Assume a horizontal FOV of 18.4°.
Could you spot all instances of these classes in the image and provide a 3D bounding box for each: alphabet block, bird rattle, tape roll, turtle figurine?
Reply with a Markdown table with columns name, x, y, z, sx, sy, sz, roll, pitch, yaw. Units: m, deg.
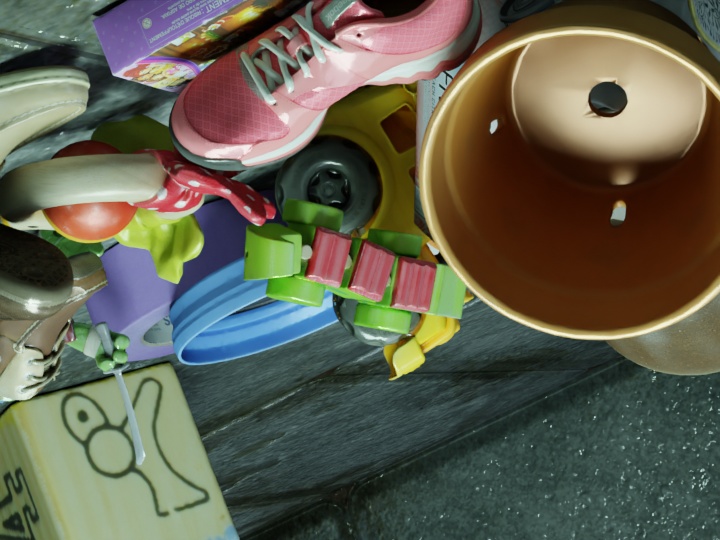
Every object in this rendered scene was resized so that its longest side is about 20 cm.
| name | x | y | z | sx | sy | sz | roll | pitch | yaw |
| --- | --- | --- | --- | --- | --- | --- | --- | --- | --- |
| alphabet block | -0.268 | 0.232 | 2.229 | 0.195 | 0.201 | 0.196 | -12 | 164 | -37 |
| bird rattle | -0.142 | -0.044 | 1.374 | 0.162 | 0.113 | 0.200 | -5 | -178 | -17 |
| tape roll | -0.127 | 0.005 | 1.820 | 0.199 | 0.066 | 0.200 | -22 | 169 | -5 |
| turtle figurine | -0.229 | 0.071 | 1.646 | 0.143 | 0.201 | 0.194 | -7 | 145 | -19 |

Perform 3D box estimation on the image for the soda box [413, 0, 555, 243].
| name | x | y | z | sx | sy | sz | roll | pitch | yaw |
| --- | --- | --- | --- | --- | --- | --- | --- | --- | --- |
| soda box | 0.080 | -0.106 | 1.448 | 0.068 | 0.064 | 0.201 | -17 | 128 | -24 |

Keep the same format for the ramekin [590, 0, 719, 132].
| name | x | y | z | sx | sy | sz | roll | pitch | yaw |
| --- | --- | --- | --- | --- | --- | --- | --- | --- | --- |
| ramekin | 0.234 | -0.159 | 1.475 | 0.199 | 0.098 | 0.201 | 9 | -164 | -3 |

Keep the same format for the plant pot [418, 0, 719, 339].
| name | x | y | z | sx | sy | sz | roll | pitch | yaw |
| --- | --- | --- | --- | --- | --- | --- | --- | --- | --- |
| plant pot | 0.143 | -0.080 | 1.331 | 0.200 | 0.200 | 0.140 | -28 | -160 | 24 |

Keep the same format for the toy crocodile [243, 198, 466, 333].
| name | x | y | z | sx | sy | sz | roll | pitch | yaw |
| --- | --- | --- | --- | --- | --- | --- | --- | --- | --- |
| toy crocodile | 0.000 | 0.000 | 1.450 | 0.199 | 0.068 | 0.062 | 17 | 175 | -41 |

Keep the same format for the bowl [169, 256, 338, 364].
| name | x | y | z | sx | sy | sz | roll | pitch | yaw |
| --- | --- | --- | --- | --- | --- | --- | --- | --- | --- |
| bowl | -0.057 | 0.016 | 1.745 | 0.200 | 0.040 | 0.201 | -21 | 168 | -5 |

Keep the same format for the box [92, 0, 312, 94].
| name | x | y | z | sx | sy | sz | roll | pitch | yaw |
| --- | --- | --- | --- | --- | --- | --- | --- | --- | --- |
| box | -0.054 | -0.150 | 1.335 | 0.136 | 0.039 | 0.200 | -27 | 167 | 19 |

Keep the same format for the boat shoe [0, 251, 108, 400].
| name | x | y | z | sx | sy | sz | roll | pitch | yaw |
| --- | --- | --- | --- | --- | --- | --- | --- | --- | --- |
| boat shoe | -0.229 | 0.049 | 1.499 | 0.200 | 0.072 | 0.076 | -32 | 177 | 43 |

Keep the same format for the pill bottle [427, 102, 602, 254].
| name | x | y | z | sx | sy | sz | roll | pitch | yaw |
| --- | --- | --- | --- | --- | --- | --- | --- | --- | --- |
| pill bottle | 0.115 | -0.098 | 1.688 | 0.200 | 0.113 | 0.113 | -30 | 166 | 34 |

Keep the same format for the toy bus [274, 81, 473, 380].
| name | x | y | z | sx | sy | sz | roll | pitch | yaw |
| --- | --- | --- | --- | --- | --- | --- | --- | --- | --- |
| toy bus | 0.045 | -0.048 | 1.581 | 0.191 | 0.201 | 0.136 | -27 | -177 | -4 |

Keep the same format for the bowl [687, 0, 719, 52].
| name | x | y | z | sx | sy | sz | roll | pitch | yaw |
| --- | --- | --- | --- | --- | --- | --- | --- | --- | --- |
| bowl | 0.252 | -0.235 | 1.323 | 0.200 | 0.094 | 0.201 | -22 | 141 | -20 |

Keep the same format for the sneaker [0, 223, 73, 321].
| name | x | y | z | sx | sy | sz | roll | pitch | yaw |
| --- | --- | --- | --- | --- | --- | --- | --- | --- | --- |
| sneaker | -0.240 | 0.010 | 1.366 | 0.070 | 0.076 | 0.200 | -2 | -163 | -38 |

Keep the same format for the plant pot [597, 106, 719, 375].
| name | x | y | z | sx | sy | sz | roll | pitch | yaw |
| --- | --- | --- | --- | --- | --- | --- | --- | --- | --- |
| plant pot | 0.204 | -0.039 | 1.526 | 0.186 | 0.188 | 0.200 | -26 | 158 | 16 |

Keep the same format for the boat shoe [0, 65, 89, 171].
| name | x | y | z | sx | sy | sz | roll | pitch | yaw |
| --- | --- | --- | --- | --- | --- | --- | --- | --- | --- |
| boat shoe | -0.244 | -0.060 | 1.321 | 0.199 | 0.065 | 0.072 | -24 | 168 | 9 |

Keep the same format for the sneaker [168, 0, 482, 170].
| name | x | y | z | sx | sy | sz | roll | pitch | yaw |
| --- | --- | --- | --- | --- | --- | --- | --- | --- | --- |
| sneaker | -0.023 | -0.131 | 1.261 | 0.199 | 0.074 | 0.087 | -28 | 158 | -11 |
